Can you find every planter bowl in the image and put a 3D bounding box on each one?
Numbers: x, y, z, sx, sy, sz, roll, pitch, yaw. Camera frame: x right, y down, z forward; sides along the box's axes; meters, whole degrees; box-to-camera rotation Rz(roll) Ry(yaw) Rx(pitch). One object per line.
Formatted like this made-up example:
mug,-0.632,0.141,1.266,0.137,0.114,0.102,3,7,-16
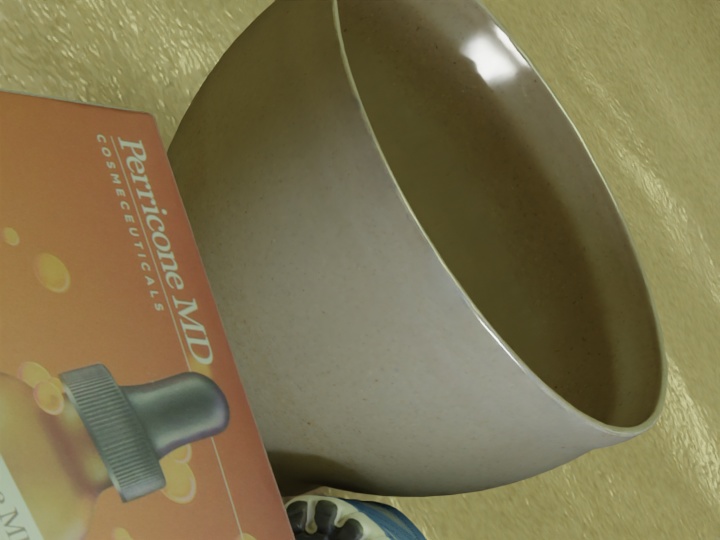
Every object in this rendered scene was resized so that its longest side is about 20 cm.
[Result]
planter bowl,0.000,0.000,1.020,0.200,0.134,0.201,45,25,-29

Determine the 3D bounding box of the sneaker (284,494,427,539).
sneaker,0.037,0.162,0.984,0.201,0.078,0.089,63,25,6

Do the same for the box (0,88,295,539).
box,-0.130,0.041,0.671,0.199,0.106,0.153,5,57,-47
